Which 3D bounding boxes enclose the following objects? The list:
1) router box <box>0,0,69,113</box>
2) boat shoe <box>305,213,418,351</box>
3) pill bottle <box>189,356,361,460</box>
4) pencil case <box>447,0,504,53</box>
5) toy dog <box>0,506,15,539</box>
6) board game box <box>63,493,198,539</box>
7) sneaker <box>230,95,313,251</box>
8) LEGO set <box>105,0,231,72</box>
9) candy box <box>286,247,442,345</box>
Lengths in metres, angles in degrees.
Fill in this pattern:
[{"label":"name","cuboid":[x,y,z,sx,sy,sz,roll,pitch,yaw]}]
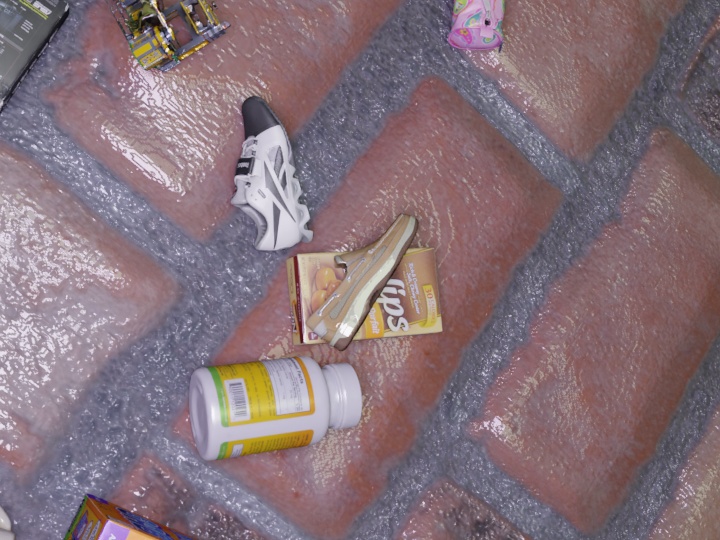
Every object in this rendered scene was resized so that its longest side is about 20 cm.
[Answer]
[{"label":"router box","cuboid":[-0.463,-0.300,1.111,0.199,0.062,0.151,35,72,-17]},{"label":"boat shoe","cuboid":[0.000,0.000,1.216,0.076,0.072,0.201,32,70,2]},{"label":"pill bottle","cuboid":[-0.104,0.166,1.189,0.198,0.111,0.112,-4,86,-23]},{"label":"pencil case","cuboid":[0.174,-0.417,1.375,0.087,0.087,0.202,11,80,-21]},{"label":"toy dog","cuboid":[-0.470,0.339,1.010,0.198,0.139,0.196,2,82,-20]},{"label":"board game box","cuboid":[-0.247,0.390,1.059,0.199,0.200,0.202,29,76,-17]},{"label":"sneaker","cuboid":[-0.129,-0.122,1.226,0.088,0.074,0.202,-18,91,-25]},{"label":"LEGO set","cuboid":[-0.241,-0.339,1.158,0.115,0.154,0.201,-29,85,5]},{"label":"candy box","cuboid":[0.006,0.034,1.276,0.198,0.055,0.117,-3,85,-22]}]
